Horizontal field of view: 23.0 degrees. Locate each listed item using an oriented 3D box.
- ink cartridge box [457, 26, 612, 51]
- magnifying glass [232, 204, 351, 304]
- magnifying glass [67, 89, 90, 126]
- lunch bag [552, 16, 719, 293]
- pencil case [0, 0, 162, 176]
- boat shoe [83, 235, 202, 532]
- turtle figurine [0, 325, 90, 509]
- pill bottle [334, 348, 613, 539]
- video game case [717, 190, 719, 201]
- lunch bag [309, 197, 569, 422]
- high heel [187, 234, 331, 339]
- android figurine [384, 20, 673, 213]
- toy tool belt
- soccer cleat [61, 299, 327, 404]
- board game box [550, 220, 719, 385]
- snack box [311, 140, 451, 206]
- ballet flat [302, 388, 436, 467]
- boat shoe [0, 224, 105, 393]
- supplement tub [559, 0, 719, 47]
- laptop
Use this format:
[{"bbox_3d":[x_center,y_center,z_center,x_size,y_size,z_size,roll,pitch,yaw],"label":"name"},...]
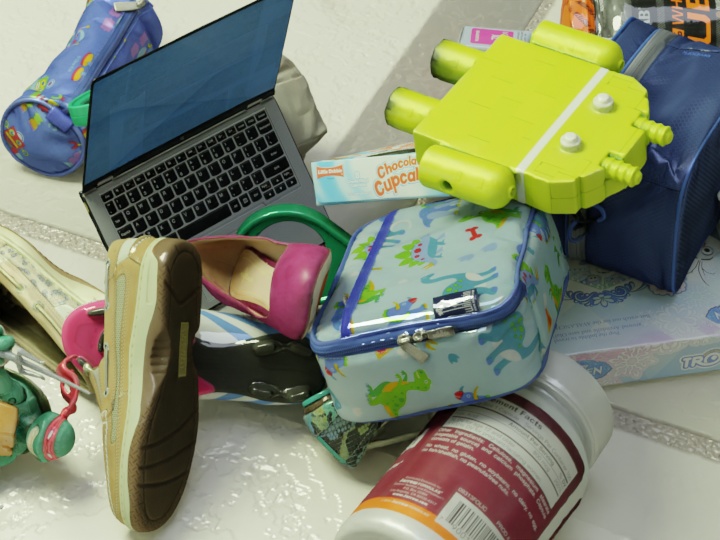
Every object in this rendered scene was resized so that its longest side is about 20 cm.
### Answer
[{"bbox_3d":[0.178,-0.136,1.468,0.198,0.120,0.042,7,38,7],"label":"ink cartridge box"},{"bbox_3d":[0.000,0.000,1.355,0.198,0.080,0.022,12,21,-2],"label":"magnifying glass"},{"bbox_3d":[-0.159,-0.158,1.422,0.079,0.023,0.200,-7,22,36],"label":"magnifying glass"},{"bbox_3d":[0.209,-0.087,1.340,0.131,0.137,0.200,21,48,22],"label":"lunch bag"},{"bbox_3d":[-0.236,-0.170,1.528,0.078,0.087,0.201,35,45,-11],"label":"pencil case"},{"bbox_3d":[-0.156,0.077,1.223,0.075,0.072,0.202,4,85,27],"label":"boat shoe"},{"bbox_3d":[-0.272,0.105,1.226,0.198,0.151,0.101,13,4,17],"label":"turtle figurine"},{"bbox_3d":[0.080,0.146,1.172,0.113,0.115,0.200,25,48,24],"label":"pill bottle"},{"bbox_3d":[0.368,-0.057,1.392,0.018,0.144,0.200,-22,18,51],"label":"video game case"},{"bbox_3d":[0.054,0.020,1.215,0.159,0.083,0.200,-12,24,21],"label":"lunch bag"},{"bbox_3d":[-0.078,0.004,1.238,0.095,0.200,0.068,19,82,-8],"label":"high heel"},{"bbox_3d":[0.121,-0.106,1.248,0.199,0.041,0.182,23,54,31],"label":"android figurine"},{"bbox_3d":[-0.135,-0.100,1.452,0.199,0.126,0.123,-27,10,-30],"label":"toy tool belt"},{"bbox_3d":[-0.118,0.062,1.292,0.198,0.071,0.086,10,6,-1],"label":"soccer cleat"},{"bbox_3d":[0.203,0.002,1.377,0.198,0.044,0.200,-7,42,-7],"label":"board game box"},{"bbox_3d":[0.061,-0.083,1.380,0.115,0.038,0.200,-3,8,30],"label":"snack box"},{"bbox_3d":[0.047,0.079,1.287,0.199,0.075,0.074,-31,51,-25],"label":"ballet flat"},{"bbox_3d":[-0.258,0.023,1.331,0.199,0.074,0.063,26,53,21],"label":"boat shoe"},{"bbox_3d":[0.275,-0.194,1.528,0.198,0.123,0.123,-1,43,-1],"label":"supplement tub"},{"bbox_3d":[-0.104,-0.079,1.330,0.186,0.201,0.116,-30,11,-28],"label":"laptop"}]
